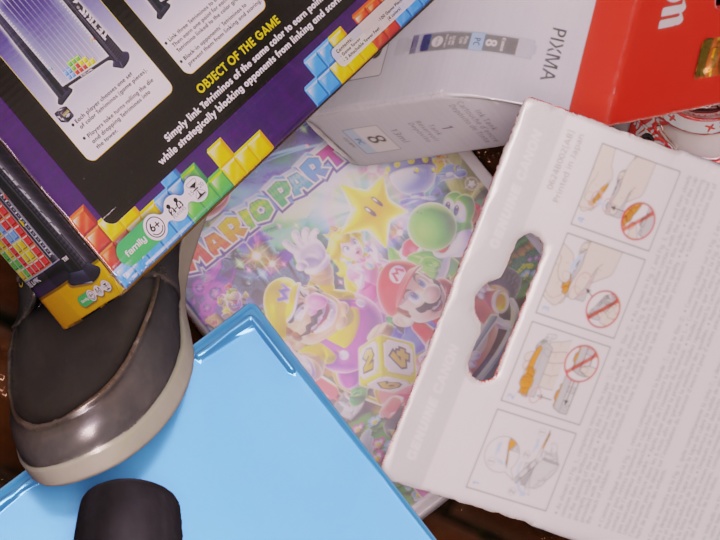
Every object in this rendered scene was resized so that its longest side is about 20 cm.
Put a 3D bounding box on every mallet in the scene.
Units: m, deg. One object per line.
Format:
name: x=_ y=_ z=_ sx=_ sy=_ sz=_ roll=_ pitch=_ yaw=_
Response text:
mallet: x=-0.009 y=0.107 z=0.956 sx=0.199 sy=0.041 sz=0.066 roll=-2 pitch=53 yaw=-11

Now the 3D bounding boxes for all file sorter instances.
file sorter: x=-0.042 y=0.144 z=1.031 sx=0.139 sy=0.123 sz=0.200 roll=-36 pitch=84 yaw=-14

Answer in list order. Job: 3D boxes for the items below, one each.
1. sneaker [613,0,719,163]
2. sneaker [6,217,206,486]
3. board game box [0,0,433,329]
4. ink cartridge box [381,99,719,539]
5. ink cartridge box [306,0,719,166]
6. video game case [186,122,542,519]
sneaker: x=0.136 y=-0.045 z=1.108 sx=0.067 sy=0.108 sz=0.203 roll=-5 pitch=77 yaw=-9
sneaker: x=-0.115 y=-0.014 z=0.991 sx=0.074 sy=0.106 sz=0.200 roll=-18 pitch=35 yaw=16
board game box: x=-0.088 y=-0.105 z=0.957 sx=0.165 sy=0.057 sz=0.200 roll=50 pitch=55 yaw=-7
ink cartridge box: x=0.114 y=0.031 z=1.052 sx=0.199 sy=0.047 sz=0.161 roll=18 pitch=98 yaw=-24
ink cartridge box: x=0.081 y=-0.131 z=1.076 sx=0.047 sy=0.199 sz=0.161 roll=41 pitch=54 yaw=-40
video game case: x=0.000 y=0.000 z=1.121 sx=0.143 sy=0.018 sz=0.200 roll=-36 pitch=81 yaw=-14
